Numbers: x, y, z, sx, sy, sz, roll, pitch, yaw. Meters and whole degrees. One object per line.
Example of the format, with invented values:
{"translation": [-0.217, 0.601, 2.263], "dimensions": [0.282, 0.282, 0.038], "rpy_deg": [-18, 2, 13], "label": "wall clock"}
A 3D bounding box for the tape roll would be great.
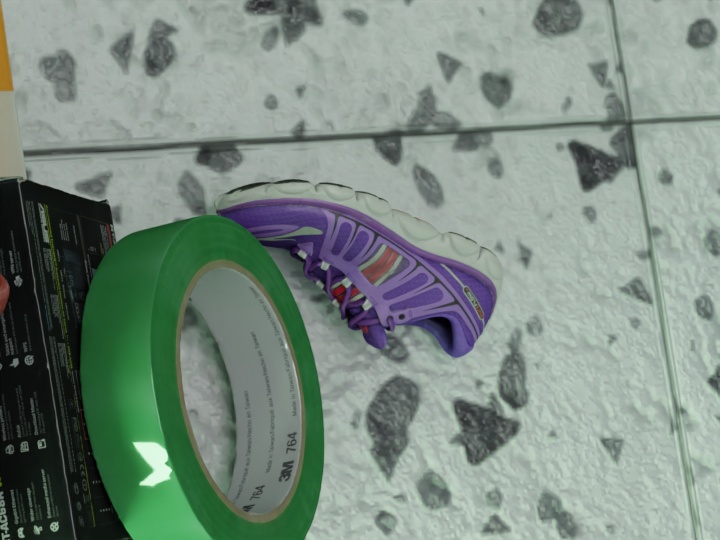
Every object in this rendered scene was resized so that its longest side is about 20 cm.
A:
{"translation": [-0.085, 0.071, 1.099], "dimensions": [0.200, 0.048, 0.202], "rpy_deg": [40, 44, -54], "label": "tape roll"}

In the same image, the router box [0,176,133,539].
{"translation": [-0.172, 0.056, 1.066], "dimensions": [0.061, 0.150, 0.202], "rpy_deg": [-11, 84, 11], "label": "router box"}

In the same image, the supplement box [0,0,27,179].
{"translation": [-0.293, -0.091, 1.066], "dimensions": [0.198, 0.073, 0.127], "rpy_deg": [-6, 83, -35], "label": "supplement box"}

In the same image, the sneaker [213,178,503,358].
{"translation": [0.000, 0.000, 1.204], "dimensions": [0.198, 0.080, 0.084], "rpy_deg": [21, 77, -21], "label": "sneaker"}

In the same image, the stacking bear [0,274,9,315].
{"translation": [-0.242, 0.095, 0.942], "dimensions": [0.121, 0.113, 0.202], "rpy_deg": [8, 100, -35], "label": "stacking bear"}
